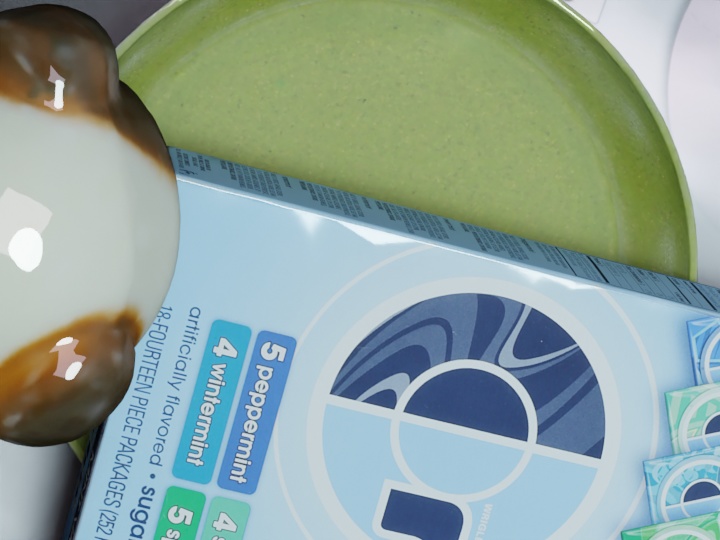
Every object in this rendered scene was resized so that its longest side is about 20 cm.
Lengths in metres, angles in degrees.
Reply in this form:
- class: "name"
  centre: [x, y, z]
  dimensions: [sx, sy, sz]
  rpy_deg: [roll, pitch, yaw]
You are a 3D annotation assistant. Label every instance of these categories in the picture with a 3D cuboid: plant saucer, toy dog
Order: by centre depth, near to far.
- class: "toy dog"
  centre: [-0.146, -0.015, 0.696]
  dimensions: [0.199, 0.194, 0.140]
  rpy_deg: [-2, 79, 7]
- class: "plant saucer"
  centre: [0.000, 0.000, 0.792]
  dimensions: [0.199, 0.031, 0.201]
  rpy_deg: [-1, 103, -5]

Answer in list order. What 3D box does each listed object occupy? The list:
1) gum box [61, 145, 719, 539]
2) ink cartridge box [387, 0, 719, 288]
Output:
- class: "gum box"
  centre: [0.018, 0.072, 0.772]
  dimensions: [0.199, 0.045, 0.171]
  rpy_deg: [14, 103, -9]
- class: "ink cartridge box"
  centre: [0.084, -0.005, 0.828]
  dimensions: [0.162, 0.057, 0.201]
  rpy_deg: [21, 80, -10]
